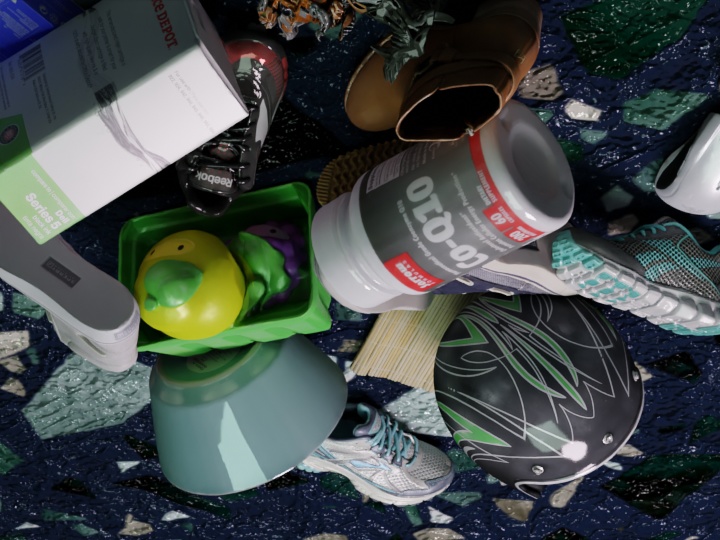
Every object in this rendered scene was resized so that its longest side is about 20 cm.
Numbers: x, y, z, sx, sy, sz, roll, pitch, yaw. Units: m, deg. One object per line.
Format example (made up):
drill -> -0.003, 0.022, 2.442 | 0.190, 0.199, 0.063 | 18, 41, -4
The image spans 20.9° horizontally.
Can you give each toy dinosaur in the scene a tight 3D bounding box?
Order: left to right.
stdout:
toy dinosaur -> 0.003, -0.226, 1.506 | 0.136, 0.102, 0.200 | 43, 154, -16

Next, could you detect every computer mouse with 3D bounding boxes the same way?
computer mouse -> 0.318, -0.100, 1.655 | 0.109, 0.044, 0.200 | 16, 141, -14

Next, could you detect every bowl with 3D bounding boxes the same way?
bowl -> -0.123, 0.109, 1.884 | 0.200, 0.201, 0.105 | -11, 124, 22

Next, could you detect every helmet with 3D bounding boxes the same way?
helmet -> 0.164, 0.108, 1.815 | 0.200, 0.200, 0.191 | 3, 163, 5

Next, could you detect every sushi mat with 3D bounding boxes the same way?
sushi mat -> 0.062, 0.057, 1.918 | 0.096, 0.012, 0.200 | 12, 142, -12

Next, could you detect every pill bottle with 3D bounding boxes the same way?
pill bottle -> 0.064, -0.049, 1.593 | 0.200, 0.114, 0.114 | -28, 131, 33

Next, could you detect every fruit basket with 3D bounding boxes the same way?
fruit basket -> -0.138, 0.001, 1.757 | 0.215, 0.156, 0.216 | -1, 156, 0

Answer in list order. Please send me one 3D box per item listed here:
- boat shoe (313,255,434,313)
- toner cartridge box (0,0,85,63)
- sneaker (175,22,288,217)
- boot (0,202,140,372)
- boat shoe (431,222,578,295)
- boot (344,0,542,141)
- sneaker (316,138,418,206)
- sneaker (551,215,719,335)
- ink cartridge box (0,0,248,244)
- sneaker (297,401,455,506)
boat shoe -> 0.000, 0.000, 1.748 | 0.068, 0.072, 0.200 | 3, -178, 27
toner cartridge box -> -0.305, -0.216, 1.595 | 0.095, 0.043, 0.200 | -23, 133, 33
sneaker -> -0.110, -0.119, 1.649 | 0.071, 0.098, 0.201 | 16, 140, -9
boot -> -0.273, 0.014, 1.709 | 0.200, 0.074, 0.096 | 40, 154, 18
boat shoe -> 0.123, -0.010, 1.746 | 0.093, 0.075, 0.200 | -19, 158, 33
boot -> 0.053, -0.135, 1.545 | 0.200, 0.155, 0.077 | -20, 116, 28
sneaker -> 0.066, -0.074, 1.712 | 0.200, 0.075, 0.090 | -7, 150, 27
sneaker -> 0.253, -0.010, 1.743 | 0.200, 0.091, 0.078 | 23, 160, -32
ink cartridge box -> -0.202, -0.135, 1.545 | 0.200, 0.146, 0.084 | -30, 129, 7
sneaker -> 0.010, 0.184, 2.040 | 0.200, 0.078, 0.086 | 16, 138, -13
